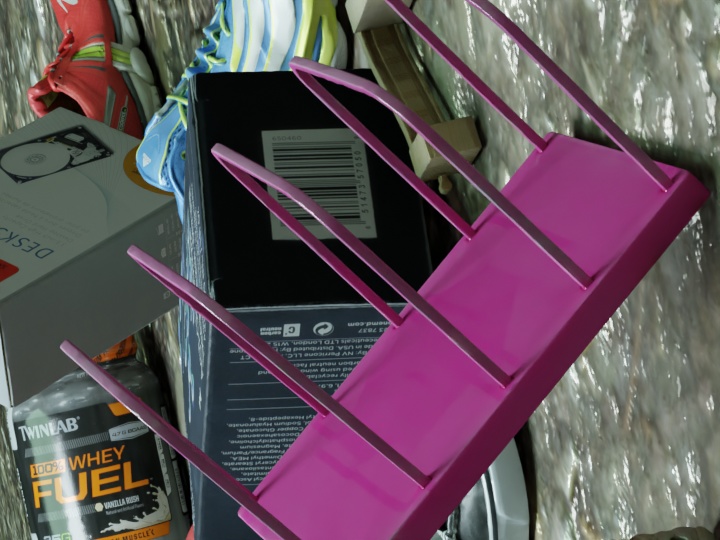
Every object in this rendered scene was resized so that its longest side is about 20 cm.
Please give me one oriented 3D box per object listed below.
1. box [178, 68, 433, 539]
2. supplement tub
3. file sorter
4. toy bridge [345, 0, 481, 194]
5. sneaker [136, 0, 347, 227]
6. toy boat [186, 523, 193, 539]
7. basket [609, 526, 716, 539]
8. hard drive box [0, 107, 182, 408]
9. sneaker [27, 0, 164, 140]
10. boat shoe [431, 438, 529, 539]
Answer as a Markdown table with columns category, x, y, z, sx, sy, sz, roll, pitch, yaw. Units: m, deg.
| category | x | y | z | sx | sy | sz | roll | pitch | yaw |
| --- | --- | --- | --- | --- | --- | --- | --- | --- | --- |
| box | -0.031 | 0.023 | 1.311 | 0.201 | 0.106 | 0.149 | 96 | 169 | -49 |
| supplement tub | -0.198 | 0.152 | 2.032 | 0.122 | 0.122 | 0.201 | 168 | 89 | -75 |
| file sorter | 0.000 | 0.000 | 0.996 | 0.125 | 0.200 | 0.139 | 41 | 175 | -19 |
| toy bridge | 0.011 | -0.129 | 1.241 | 0.067 | 0.027 | 0.201 | 120 | 136 | -71 |
| sneaker | -0.064 | -0.089 | 1.386 | 0.076 | 0.105 | 0.201 | 43 | 147 | 48 |
| toy boat | -0.070 | 0.219 | 1.610 | 0.200 | 0.130 | 0.131 | -133 | 34 | -61 |
| basket | 0.083 | 0.230 | 1.014 | 0.201 | 0.160 | 0.199 | 94 | 158 | -47 |
| hard drive box | -0.204 | -0.012 | 1.690 | 0.155 | 0.200 | 0.077 | 22 | 130 | 34 |
| sneaker | -0.191 | -0.138 | 1.849 | 0.077 | 0.084 | 0.201 | 98 | 155 | -50 |
| boat shoe | 0.035 | 0.130 | 1.279 | 0.074 | 0.068 | 0.200 | -118 | 22 | -44 |
